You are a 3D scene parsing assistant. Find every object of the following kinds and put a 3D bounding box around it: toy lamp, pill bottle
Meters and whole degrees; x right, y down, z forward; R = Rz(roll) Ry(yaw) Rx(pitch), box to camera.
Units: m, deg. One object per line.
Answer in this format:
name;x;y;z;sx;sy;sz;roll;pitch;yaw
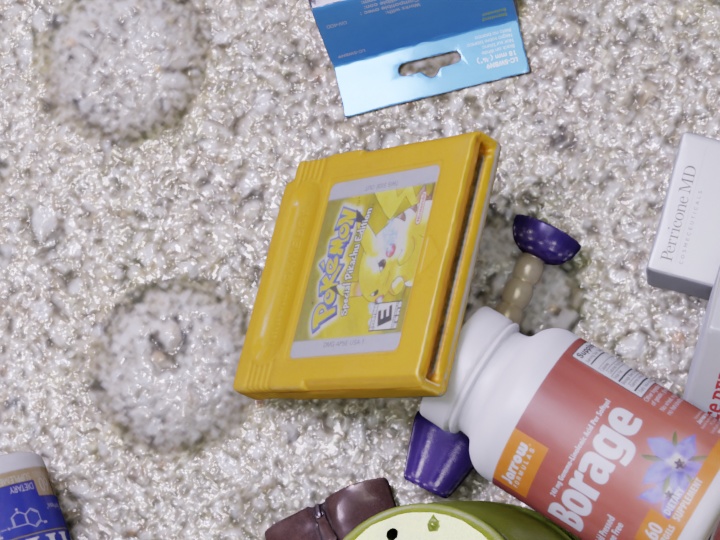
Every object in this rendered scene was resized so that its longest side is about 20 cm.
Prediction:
toy lamp;0.088;0.062;1.320;0.058;0.058;0.200;27;84;11
pill bottle;-0.244;0.237;1.308;0.119;0.120;0.201;-22;80;4
pill bottle;0.143;0.109;1.225;0.200;0.112;0.112;31;87;14

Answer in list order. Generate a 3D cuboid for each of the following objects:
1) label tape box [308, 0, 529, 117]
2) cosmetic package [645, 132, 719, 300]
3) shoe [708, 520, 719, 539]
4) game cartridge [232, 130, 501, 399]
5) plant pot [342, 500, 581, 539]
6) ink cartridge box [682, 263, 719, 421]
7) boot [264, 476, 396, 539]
label tape box;0.031;-0.228;1.365;0.144;0.063;0.201;-14;80;7
cosmetic package;0.303;-0.017;1.291;0.199;0.071;0.102;15;84;10
shoe;0.247;0.236;1.227;0.091;0.071;0.201;0;56;38
game cartridge;0.000;0.000;1.281;0.200;0.032;0.177;-5;65;48
plant pot;0.057;0.222;1.159;0.200;0.193;0.201;-4;71;13
ink cartridge box;0.314;0.076;1.231;0.199;0.147;0.083;16;52;11
boot;-0.031;0.256;1.314;0.200;0.072;0.167;-30;67;4
